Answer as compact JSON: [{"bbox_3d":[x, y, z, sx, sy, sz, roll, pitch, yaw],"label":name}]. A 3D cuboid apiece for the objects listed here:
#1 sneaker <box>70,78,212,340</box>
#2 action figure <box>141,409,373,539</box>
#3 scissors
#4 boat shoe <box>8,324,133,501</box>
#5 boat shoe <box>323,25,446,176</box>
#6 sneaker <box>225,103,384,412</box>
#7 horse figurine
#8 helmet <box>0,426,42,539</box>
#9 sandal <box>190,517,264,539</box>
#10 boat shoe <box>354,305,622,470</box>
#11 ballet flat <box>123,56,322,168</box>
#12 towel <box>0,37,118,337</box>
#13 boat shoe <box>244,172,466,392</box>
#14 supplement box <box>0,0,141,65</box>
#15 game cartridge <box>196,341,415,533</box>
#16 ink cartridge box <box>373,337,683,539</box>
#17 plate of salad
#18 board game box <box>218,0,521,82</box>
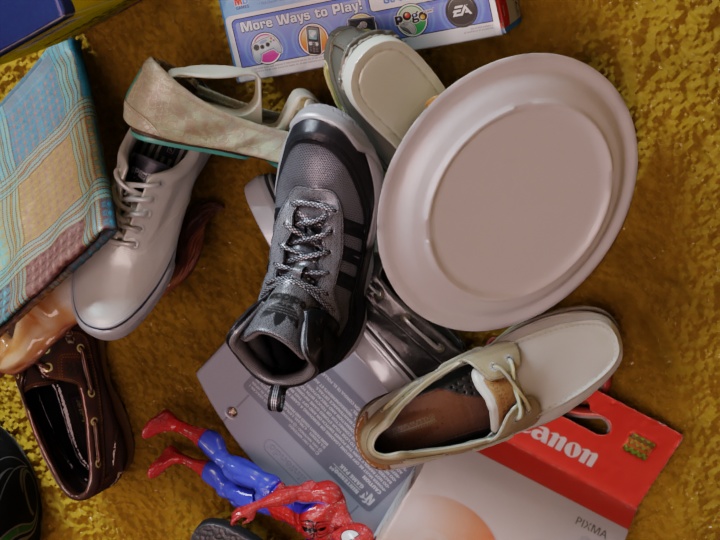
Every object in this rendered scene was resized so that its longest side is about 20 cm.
[{"bbox_3d":[-0.158,-0.050,1.279,0.073,0.071,0.201,17,78,12],"label":"sneaker"},{"bbox_3d":[-0.088,0.179,1.330,0.200,0.099,0.065,18,133,26],"label":"action figure"},{"bbox_3d":[0.091,0.084,1.315,0.199,0.014,0.073,8,110,16],"label":"scissors"},{"bbox_3d":[-0.234,0.080,1.399,0.070,0.070,0.200,-18,98,27],"label":"boat shoe"},{"bbox_3d":[0.042,-0.088,1.226,0.072,0.060,0.202,-42,128,-5],"label":"boat shoe"},{"bbox_3d":[-0.036,-0.002,1.189,0.075,0.114,0.201,12,122,16],"label":"sneaker"},{"bbox_3d":[-0.199,-0.003,1.341,0.199,0.050,0.133,-12,74,13],"label":"horse figurine"},{"bbox_3d":[-0.356,0.211,1.414,0.199,0.191,0.201,6,108,18],"label":"helmet"},{"bbox_3d":[-0.048,0.255,1.409,0.200,0.045,0.075,34,121,-9],"label":"sandal"},{"bbox_3d":[0.092,0.086,1.236,0.200,0.068,0.075,-27,93,0],"label":"boat shoe"},{"bbox_3d":[-0.063,-0.102,1.242,0.199,0.067,0.063,11,107,-23],"label":"ballet flat"},{"bbox_3d":[-0.239,-0.063,1.308,0.147,0.200,0.022,-40,135,25],"label":"towel"},{"bbox_3d":[0.000,0.000,1.297,0.071,0.072,0.200,-39,96,14],"label":"boat shoe"},{"bbox_3d":[-0.219,-0.213,1.228,0.109,0.200,0.109,-24,97,24],"label":"supplement box"},{"bbox_3d":[-0.022,0.113,1.354,0.200,0.040,0.133,46,112,1],"label":"game cartridge"},{"bbox_3d":[0.115,0.171,1.291,0.162,0.050,0.200,27,113,-3],"label":"ink cartridge box"},{"bbox_3d":[0.096,-0.053,1.206,0.048,0.200,0.201,43,126,52],"label":"plate of salad"},{"bbox_3d":[-0.008,-0.242,1.224,0.199,0.056,0.196,-7,104,21],"label":"board game box"}]
